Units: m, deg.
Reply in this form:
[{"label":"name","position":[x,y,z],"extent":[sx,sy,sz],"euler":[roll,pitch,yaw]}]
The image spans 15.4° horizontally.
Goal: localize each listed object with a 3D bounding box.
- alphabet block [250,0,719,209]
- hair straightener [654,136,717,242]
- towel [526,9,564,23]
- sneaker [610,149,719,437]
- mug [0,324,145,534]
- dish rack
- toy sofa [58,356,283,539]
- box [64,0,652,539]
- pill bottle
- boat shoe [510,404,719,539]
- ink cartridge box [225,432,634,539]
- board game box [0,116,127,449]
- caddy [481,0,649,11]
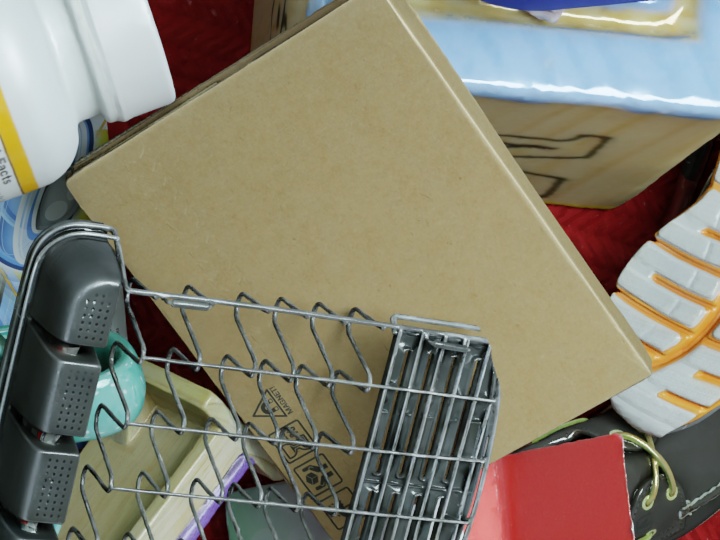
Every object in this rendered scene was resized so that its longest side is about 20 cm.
[{"label":"alphabet block","position":[0.060,-0.145,1.194],"extent":[0.196,0.200,0.196],"euler":[7,78,-9]},{"label":"hair straightener","position":[0.190,-0.040,1.282],"extent":[0.077,0.041,0.200],"euler":[19,72,2]},{"label":"towel","position":[0.052,-0.231,1.090],"extent":[0.200,0.032,0.191],"euler":[35,75,-3]},{"label":"sneaker","position":[0.180,-0.012,1.214],"extent":[0.078,0.077,0.200],"euler":[30,88,21]},{"label":"mug","position":[-0.198,0.075,1.103],"extent":[0.185,0.114,0.152],"euler":[14,102,-38]},{"label":"dish rack","position":[-0.046,0.072,1.067],"extent":[0.200,0.055,0.154],"euler":[9,107,-21]},{"label":"toy sofa","position":[-0.116,0.142,1.149],"extent":[0.200,0.083,0.098],"euler":[-54,131,-14]},{"label":"box","position":[0.000,0.000,1.090],"extent":[0.163,0.021,0.200],"euler":[-30,106,21]},{"label":"pill bottle","position":[-0.180,-0.073,1.055],"extent":[0.200,0.113,0.113],"euler":[-20,84,-5]},{"label":"boat shoe","position":[0.110,0.103,1.228],"extent":[0.201,0.061,0.072],"euler":[-23,85,-13]},{"label":"ink cartridge box","position":[0.031,0.162,1.142],"extent":[0.050,0.200,0.161],"euler":[4,76,-45]},{"label":"board game box","position":[-0.174,-0.012,1.163],"extent":[0.135,0.034,0.200],"euler":[-9,113,-11]},{"label":"caddy","position":[0.104,-0.176,1.020],"extent":[0.199,0.105,0.142],"euler":[-7,82,-12]}]
